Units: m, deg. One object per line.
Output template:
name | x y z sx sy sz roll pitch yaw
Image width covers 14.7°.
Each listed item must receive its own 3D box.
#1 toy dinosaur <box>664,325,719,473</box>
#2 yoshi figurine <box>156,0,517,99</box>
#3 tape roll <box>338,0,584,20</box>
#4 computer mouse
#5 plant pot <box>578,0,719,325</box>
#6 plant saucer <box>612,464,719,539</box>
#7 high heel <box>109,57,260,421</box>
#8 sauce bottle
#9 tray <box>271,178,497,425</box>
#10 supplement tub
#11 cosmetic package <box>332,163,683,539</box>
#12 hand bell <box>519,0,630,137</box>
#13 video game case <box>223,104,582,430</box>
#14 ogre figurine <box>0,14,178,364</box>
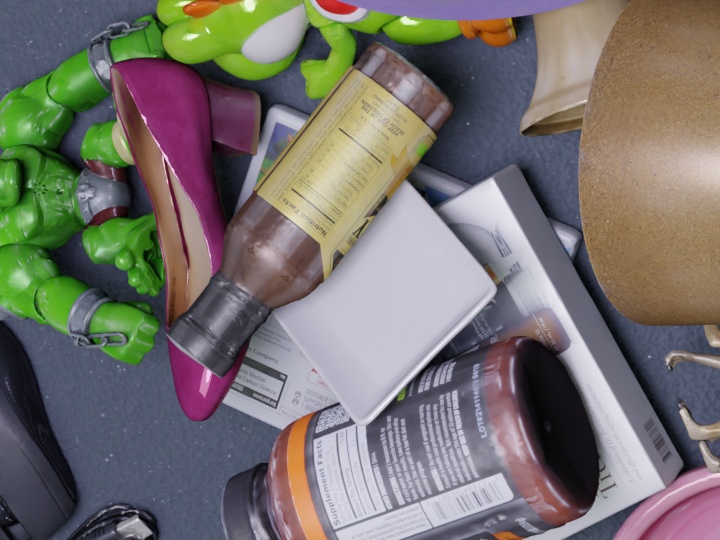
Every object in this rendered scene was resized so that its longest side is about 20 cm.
toy dinosaur | 0.228 0.071 1.524 0.101 0.058 0.201 -24 74 10
yoshi figurine | -0.014 -0.156 1.587 0.199 0.113 0.112 -10 135 7
tape roll | 0.050 -0.206 1.422 0.199 0.200 0.085 -5 71 19
computer mouse | -0.225 0.116 1.721 0.138 0.053 0.201 -27 92 22
plant pot | 0.243 -0.055 1.431 0.199 0.186 0.187 6 104 35
plant saucer | 0.234 0.200 1.590 0.200 0.051 0.201 4 103 18
high heel | -0.111 -0.018 1.576 0.067 0.096 0.201 -16 68 51
sauce bottle | -0.031 -0.031 1.536 0.065 0.065 0.200 39 90 7
tray | 0.000 0.000 1.550 0.107 0.022 0.200 -45 41 5
supplement tub | 0.024 0.115 1.535 0.199 0.107 0.107 -22 94 24
cosmetic package | 0.069 0.063 1.592 0.150 0.052 0.200 -29 91 24
hand bell | 0.111 -0.184 1.542 0.104 0.104 0.201 -18 84 21
video game case | 0.009 0.023 1.641 0.199 0.022 0.183 24 108 13
ogre figurine | -0.167 -0.042 1.642 0.119 0.098 0.201 -8 91 29
